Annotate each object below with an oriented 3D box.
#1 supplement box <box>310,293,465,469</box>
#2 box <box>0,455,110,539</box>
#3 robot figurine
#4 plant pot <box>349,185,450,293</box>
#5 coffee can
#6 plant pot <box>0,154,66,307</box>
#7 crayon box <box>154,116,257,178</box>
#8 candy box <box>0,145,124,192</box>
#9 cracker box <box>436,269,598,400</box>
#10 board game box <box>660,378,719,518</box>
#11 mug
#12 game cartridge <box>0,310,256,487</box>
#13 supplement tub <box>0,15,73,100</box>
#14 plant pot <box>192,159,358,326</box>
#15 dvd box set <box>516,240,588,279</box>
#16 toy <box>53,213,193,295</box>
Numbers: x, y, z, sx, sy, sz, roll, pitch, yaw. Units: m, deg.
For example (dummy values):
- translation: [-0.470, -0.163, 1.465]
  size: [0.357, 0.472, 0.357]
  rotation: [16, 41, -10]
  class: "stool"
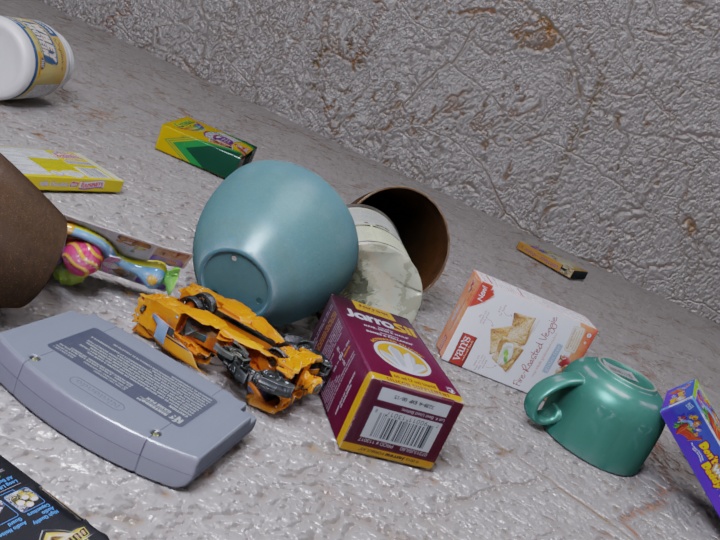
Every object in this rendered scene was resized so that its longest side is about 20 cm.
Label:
- translation: [0.019, 0.115, 0.822]
  size: [0.110, 0.086, 0.200]
  rotation: [19, 16, -21]
  class: "supplement box"
- translation: [-0.254, 0.144, 0.367]
  size: [0.198, 0.050, 0.200]
  rotation: [30, 15, 14]
  class: "box"
- translation: [-0.126, 0.079, 0.769]
  size: [0.200, 0.058, 0.145]
  rotation: [29, 16, 16]
  class: "robot figurine"
- translation: [0.027, -0.053, 1.282]
  size: [0.186, 0.188, 0.200]
  rotation: [20, 1, -20]
  class: "plant pot"
- translation: [0.000, 0.000, 1.062]
  size: [0.146, 0.147, 0.200]
  rotation: [22, 15, -13]
  class: "coffee can"
- translation: [-0.360, -0.049, 0.622]
  size: [0.200, 0.187, 0.187]
  rotation: [31, 8, -40]
  class: "plant pot"
- translation: [-0.325, -0.265, 1.605]
  size: [0.172, 0.058, 0.200]
  rotation: [24, 15, -5]
  class: "crayon box"
- translation: [-0.445, -0.145, 1.073]
  size: [0.102, 0.026, 0.200]
  rotation: [28, 15, 20]
  class: "candy box"
- translation: [0.232, 0.100, 1.119]
  size: [0.199, 0.134, 0.058]
  rotation: [22, 16, -10]
  class: "cracker box"
- translation: [0.463, 0.250, 0.967]
  size: [0.200, 0.045, 0.134]
  rotation: [62, 24, 9]
  class: "board game box"
- translation: [0.330, 0.188, 1.017]
  size: [0.152, 0.115, 0.185]
  rotation: [35, 18, 33]
  class: "mug"
- translation: [-0.198, 0.102, 0.623]
  size: [0.200, 0.042, 0.133]
  rotation: [28, 20, 11]
  class: "game cartridge"
- translation: [-0.629, -0.389, 1.374]
  size: [0.144, 0.145, 0.200]
  rotation: [24, 15, -3]
  class: "supplement tub"
- translation: [-0.117, -0.013, 0.877]
  size: [0.200, 0.201, 0.135]
  rotation: [27, 32, 5]
  class: "plant pot"
- translation: [0.603, -0.032, 2.349]
  size: [0.200, 0.029, 0.146]
  rotation: [33, 17, 30]
  class: "dvd box set"
- translation: [-0.289, -0.011, 0.782]
  size: [0.199, 0.115, 0.047]
  rotation: [16, 62, -24]
  class: "toy"
